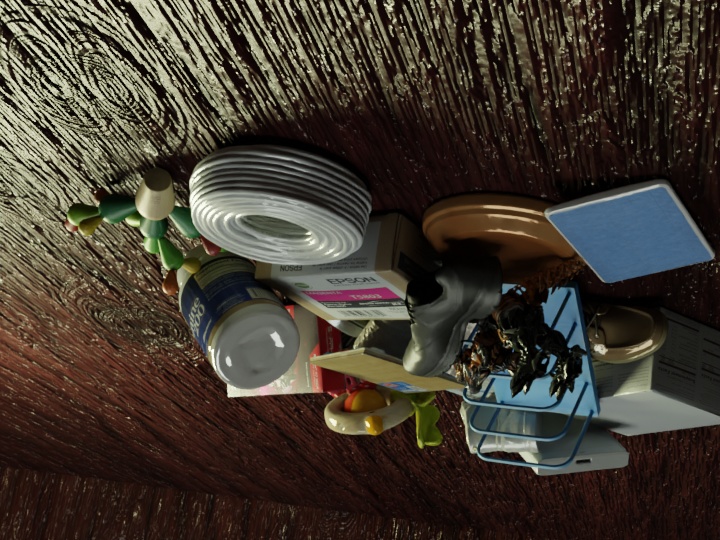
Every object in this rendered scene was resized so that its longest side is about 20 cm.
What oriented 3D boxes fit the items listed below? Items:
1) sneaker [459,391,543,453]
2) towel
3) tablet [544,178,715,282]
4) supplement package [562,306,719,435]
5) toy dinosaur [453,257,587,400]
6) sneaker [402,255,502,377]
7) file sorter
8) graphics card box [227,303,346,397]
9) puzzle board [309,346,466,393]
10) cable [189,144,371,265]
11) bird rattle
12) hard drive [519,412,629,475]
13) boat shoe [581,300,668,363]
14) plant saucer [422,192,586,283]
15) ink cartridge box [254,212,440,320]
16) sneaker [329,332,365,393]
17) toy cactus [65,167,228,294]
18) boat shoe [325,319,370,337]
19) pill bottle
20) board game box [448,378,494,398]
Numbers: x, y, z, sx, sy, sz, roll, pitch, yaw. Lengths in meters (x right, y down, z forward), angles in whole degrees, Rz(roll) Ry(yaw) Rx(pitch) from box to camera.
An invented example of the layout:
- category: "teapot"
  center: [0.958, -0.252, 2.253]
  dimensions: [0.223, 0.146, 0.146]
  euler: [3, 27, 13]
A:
- category: "sneaker"
  center: [0.190, 0.168, 1.800]
  dimensions: [0.114, 0.201, 0.074]
  euler: [-7, 123, 17]
- category: "towel"
  center: [0.101, 0.088, 1.741]
  dimensions: [0.198, 0.035, 0.133]
  euler: [20, 122, -28]
- category: "tablet"
  center: [0.283, -0.038, 1.384]
  dimensions: [0.129, 0.014, 0.200]
  euler: [-14, 152, 24]
- category: "supplement package"
  center: [0.368, 0.136, 1.731]
  dimensions: [0.155, 0.112, 0.199]
  euler: [20, 159, -28]
- category: "toy dinosaur"
  center: [0.174, 0.068, 1.464]
  dimensions: [0.101, 0.136, 0.201]
  euler: [-10, 140, -27]
- category: "sneaker"
  center: [0.083, 0.046, 1.494]
  dimensions: [0.090, 0.077, 0.201]
  euler: [11, 135, -19]
- category: "file sorter"
  center: [0.197, 0.127, 1.623]
  dimensions: [0.137, 0.123, 0.202]
  euler: [4, 127, 29]
- category: "graphics card box"
  center: [-0.111, 0.112, 1.879]
  dimensions: [0.199, 0.127, 0.051]
  euler: [-7, 177, 43]
- category: "puzzle board"
  center: [0.035, 0.128, 1.723]
  dimensions: [0.149, 0.018, 0.200]
  euler: [18, 167, -19]
- category: "cable"
  center: [-0.088, -0.069, 1.429]
  dimensions: [0.198, 0.070, 0.200]
  euler: [3, 160, 19]
- category: "bird rattle"
  center: [0.018, 0.185, 1.900]
  dimensions: [0.198, 0.114, 0.162]
  euler: [13, -157, 38]
- category: "hard drive"
  center: [0.265, 0.220, 1.825]
  dimensions: [0.130, 0.027, 0.200]
  euler: [-3, -160, -15]
- category: "boat shoe"
  center: [0.284, 0.073, 1.652]
  dimensions: [0.199, 0.072, 0.064]
  euler: [-6, 157, 42]
- category: "plant saucer"
  center: [0.164, -0.029, 1.468]
  dimensions: [0.198, 0.038, 0.200]
  euler: [9, 162, 3]
- category: "ink cartridge box"
  center: [0.000, 0.000, 1.580]
  dimensions: [0.198, 0.076, 0.164]
  euler: [-2, 159, 34]
- category: "sneaker"
  center: [0.022, 0.104, 1.887]
  dimensions: [0.198, 0.088, 0.074]
  euler: [-22, 125, 18]
- category: "toy cactus"
  center: [-0.245, -0.057, 1.536]
  dimensions: [0.198, 0.103, 0.165]
  euler: [19, 151, -2]
- category: "boat shoe"
  center: [0.030, 0.055, 1.765]
  dimensions: [0.198, 0.072, 0.062]
  euler: [21, 122, -26]
- category: "pill bottle"
  center: [-0.157, 0.047, 1.620]
  dimensions: [0.110, 0.112, 0.200]
  euler: [23, -164, -34]
- category: "board game box"
  center: [0.169, 0.140, 1.950]
  dimensions: [0.198, 0.044, 0.198]
  euler: [20, 160, -27]
